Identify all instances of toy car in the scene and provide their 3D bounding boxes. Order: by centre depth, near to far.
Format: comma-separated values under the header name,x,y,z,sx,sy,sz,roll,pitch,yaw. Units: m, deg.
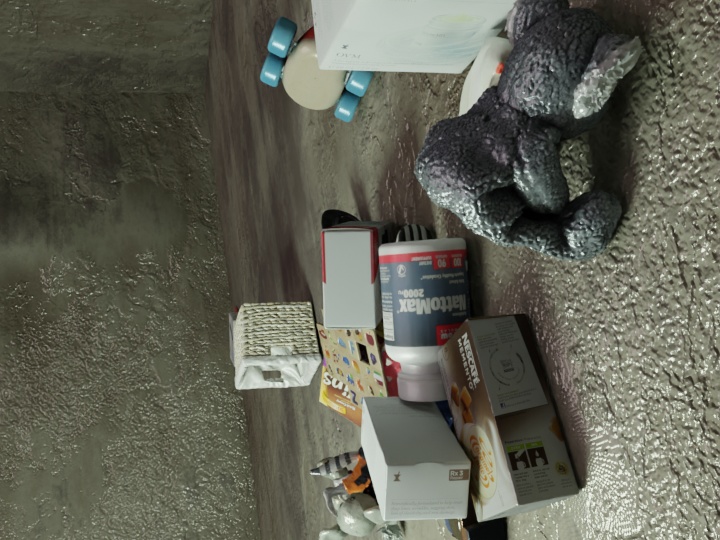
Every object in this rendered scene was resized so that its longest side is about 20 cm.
name,x,y,z,sx,sy,sz,roll,pitch,yaw
toy car,-0.055,-0.410,1.296,0.177,0.181,0.203,131,161,-66

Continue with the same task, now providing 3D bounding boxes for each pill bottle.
name,x,y,z,sx,sy,sz,roll,pitch,yaw
pill bottle,0.088,0.063,0.955,0.119,0.117,0.205,178,87,-72

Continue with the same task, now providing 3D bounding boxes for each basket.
name,x,y,z,sx,sy,sz,roll,pitch,yaw
basket,-0.213,0.189,1.797,0.201,0.194,0.164,118,147,-59

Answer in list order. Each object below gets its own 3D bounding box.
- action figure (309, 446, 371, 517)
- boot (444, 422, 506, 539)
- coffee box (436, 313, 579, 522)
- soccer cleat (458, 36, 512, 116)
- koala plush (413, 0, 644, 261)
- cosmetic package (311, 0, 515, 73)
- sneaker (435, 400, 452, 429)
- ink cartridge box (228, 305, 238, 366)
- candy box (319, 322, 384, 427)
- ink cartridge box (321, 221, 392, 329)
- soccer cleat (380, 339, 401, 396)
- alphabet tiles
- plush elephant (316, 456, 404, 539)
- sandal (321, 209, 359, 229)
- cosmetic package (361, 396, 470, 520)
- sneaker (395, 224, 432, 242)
name,x,y,z,sx,sy,sz,roll,pitch,yaw
action figure,0.017,0.270,1.070,0.105,0.193,0.200,45,179,22
boot,0.131,0.270,0.938,0.097,0.073,0.205,175,89,-69
coffee box,0.159,0.165,0.817,0.115,0.078,0.204,120,142,-60
soccer cleat,0.140,-0.168,0.839,0.078,0.068,0.203,-111,31,-53
koala plush,0.159,-0.140,0.645,0.202,0.180,0.179,-65,33,35
cosmetic package,0.063,-0.323,0.822,0.200,0.195,0.126,146,119,-70
sneaker,0.104,0.237,1.026,0.078,0.069,0.205,33,-115,-74
ink cartridge box,-0.521,0.269,2.997,0.176,0.044,0.205,-139,48,-64
candy box,-0.007,0.174,1.289,0.115,0.056,0.203,26,128,27
ink cartridge box,0.000,0.000,1.143,0.200,0.081,0.149,-35,-57,-77
soccer cleat,0.057,0.161,1.166,0.077,0.065,0.204,-121,29,-62
alphabet tiles,-0.014,0.154,1.195,0.199,0.007,0.171,17,124,57
plush elephant,-0.002,0.380,1.220,0.203,0.163,0.154,65,-163,15
sandal,-0.012,-0.059,1.316,0.049,0.074,0.202,95,152,-42
cosmetic package,0.060,0.222,0.881,0.200,0.099,0.076,-115,26,-76
sneaker,0.076,0.042,1.086,0.116,0.074,0.205,137,136,-75
